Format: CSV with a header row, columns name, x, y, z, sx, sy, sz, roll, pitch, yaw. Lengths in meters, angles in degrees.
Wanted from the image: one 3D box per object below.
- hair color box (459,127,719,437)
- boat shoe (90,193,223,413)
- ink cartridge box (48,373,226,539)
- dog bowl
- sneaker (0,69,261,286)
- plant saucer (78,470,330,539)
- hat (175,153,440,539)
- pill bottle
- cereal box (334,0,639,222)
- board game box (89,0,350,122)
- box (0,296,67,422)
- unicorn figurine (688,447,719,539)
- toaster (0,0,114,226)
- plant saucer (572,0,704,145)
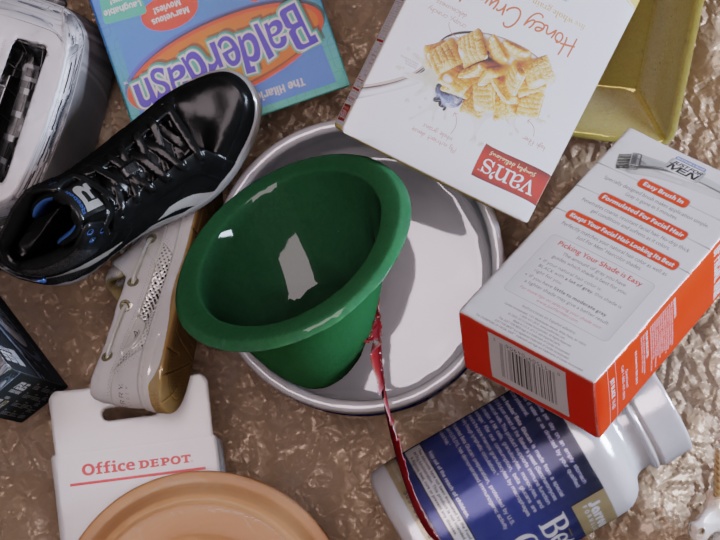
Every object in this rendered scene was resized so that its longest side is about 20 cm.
name,x,y,z,sx,sy,sz,roll,pitch,yaw
hair color box,0.168,0.005,1.635,0.111,0.064,0.200,28,59,28
boat shoe,-0.141,0.005,1.678,0.069,0.071,0.200,2,52,15
ink cartridge box,-0.145,0.178,1.685,0.115,0.068,0.201,-7,83,1
dog bowl,0.000,0.000,1.693,0.199,0.079,0.201,0,84,4
sneaker,-0.152,-0.055,1.605,0.200,0.112,0.073,-40,86,9
plant saucer,-0.104,0.232,1.628,0.200,0.032,0.201,0,84,1
hat,-0.015,0.052,1.635,0.165,0.176,0.200,-4,45,30
pill bottle,0.117,0.134,1.654,0.200,0.111,0.111,-31,83,0
cereal box,0.090,-0.150,1.620,0.144,0.040,0.200,25,94,-13
board game box,-0.110,-0.196,1.681,0.152,0.045,0.201,-20,94,-5
box,-0.276,0.023,1.645,0.043,0.200,0.160,-38,82,-1
unicorn figurine,0.252,0.237,1.661,0.200,0.074,0.137,45,78,-7
toaster,-0.246,-0.103,1.694,0.113,0.129,0.201,18,85,6
plant saucer,0.133,-0.194,1.682,0.199,0.048,0.201,8,118,-2
